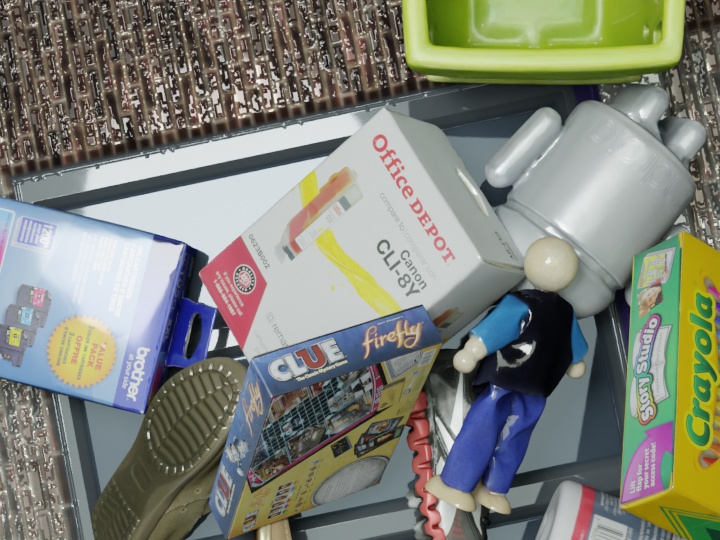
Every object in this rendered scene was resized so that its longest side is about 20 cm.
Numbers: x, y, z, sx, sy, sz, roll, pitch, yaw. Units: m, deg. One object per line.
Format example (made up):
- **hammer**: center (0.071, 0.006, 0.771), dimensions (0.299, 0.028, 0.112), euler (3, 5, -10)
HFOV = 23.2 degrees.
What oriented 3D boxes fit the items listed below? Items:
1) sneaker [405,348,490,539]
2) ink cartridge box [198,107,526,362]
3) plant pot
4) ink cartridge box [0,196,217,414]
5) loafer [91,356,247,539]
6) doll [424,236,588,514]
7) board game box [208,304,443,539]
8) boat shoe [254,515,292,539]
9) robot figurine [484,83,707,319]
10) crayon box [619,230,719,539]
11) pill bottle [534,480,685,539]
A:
- **sneaker**: center (0.080, 0.151, 1.335), dimensions (0.097, 0.071, 0.203), euler (-11, 85, 4)
- **ink cartridge box**: center (0.000, 0.000, 1.293), dimensions (0.200, 0.083, 0.146), euler (-40, 67, 19)
- **plant pot**: center (0.131, -0.233, 1.297), dimensions (0.197, 0.181, 0.202), euler (0, 87, 3)
- **ink cartridge box**: center (-0.209, 0.030, 1.352), dimensions (0.198, 0.076, 0.138), euler (13, 88, 1)
- **loafer**: center (-0.131, 0.141, 1.321), dimensions (0.200, 0.067, 0.076), euler (-49, 56, 27)
- **doll**: center (0.109, 0.072, 1.249), dimensions (0.048, 0.136, 0.202), euler (28, 101, 44)
- **board game box**: center (-0.028, 0.110, 1.247), dimensions (0.134, 0.201, 0.035), euler (-17, 60, -26)
- **boat shoe**: center (-0.037, 0.272, 1.339), dimensions (0.064, 0.071, 0.202), euler (-13, 97, -3)
- **robot figurine**: center (0.173, -0.047, 1.321), dimensions (0.169, 0.113, 0.201), euler (38, 89, -10)
- **crayon box**: center (0.267, 0.099, 1.258), dimensions (0.172, 0.058, 0.202), euler (28, 55, -31)
- **pill bottle**: center (0.224, 0.244, 1.301), dimensions (0.198, 0.120, 0.121), euler (20, 88, 3)
